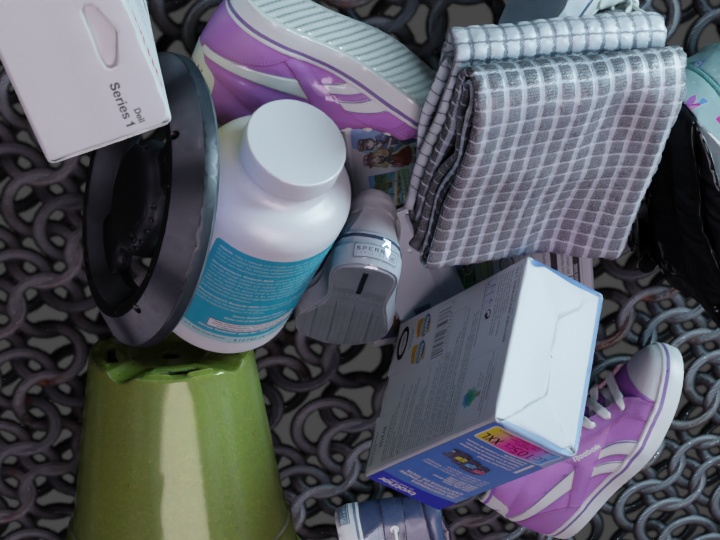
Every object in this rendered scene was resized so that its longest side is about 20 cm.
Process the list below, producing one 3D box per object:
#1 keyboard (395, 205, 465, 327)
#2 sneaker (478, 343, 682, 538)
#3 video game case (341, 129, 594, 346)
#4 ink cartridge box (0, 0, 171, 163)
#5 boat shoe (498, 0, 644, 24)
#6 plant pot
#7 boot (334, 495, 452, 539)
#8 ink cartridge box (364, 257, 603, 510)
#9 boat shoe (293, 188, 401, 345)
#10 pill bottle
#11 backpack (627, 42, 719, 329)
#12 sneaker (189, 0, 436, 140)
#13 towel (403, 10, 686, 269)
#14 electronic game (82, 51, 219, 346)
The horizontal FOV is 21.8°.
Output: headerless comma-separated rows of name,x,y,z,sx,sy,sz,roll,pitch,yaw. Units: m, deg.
keyboard,0.058,0.032,1.451,0.056,0.011,0.200,-20,124,8
sneaker,0.170,0.129,1.516,0.114,0.073,0.201,25,114,-22
video game case,0.084,-0.043,1.426,0.182,0.022,0.200,-11,124,-5
ink cartridge box,-0.188,-0.182,1.172,0.084,0.200,0.145,-20,123,0
boat shoe,0.179,-0.210,1.317,0.086,0.075,0.202,28,103,-30
plant pot,-0.139,0.143,1.414,0.200,0.200,0.190,-5,110,-9
boot,0.042,0.275,1.585,0.090,0.073,0.200,-12,123,2
ink cartridge box,0.080,0.090,1.377,0.076,0.137,0.200,29,147,-24
boat shoe,0.000,0.000,1.377,0.073,0.067,0.200,15,159,-10
pill bottle,-0.074,-0.033,1.302,0.111,0.111,0.200,9,147,-17
backpack,0.268,-0.069,1.384,0.126,0.167,0.200,-28,122,-17
sneaker,-0.029,-0.121,1.331,0.200,0.073,0.114,26,121,-19
towel,0.124,-0.083,1.299,0.165,0.086,0.200,-10,142,-19
electronic game,-0.142,-0.048,1.267,0.042,0.200,0.200,6,121,-28
